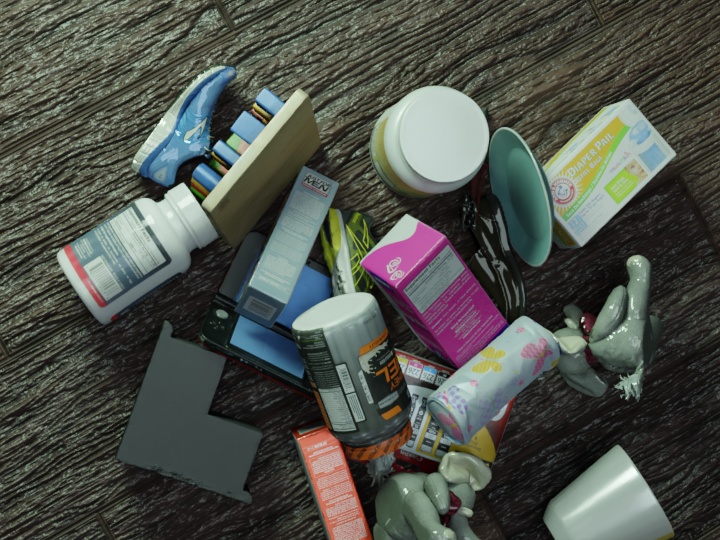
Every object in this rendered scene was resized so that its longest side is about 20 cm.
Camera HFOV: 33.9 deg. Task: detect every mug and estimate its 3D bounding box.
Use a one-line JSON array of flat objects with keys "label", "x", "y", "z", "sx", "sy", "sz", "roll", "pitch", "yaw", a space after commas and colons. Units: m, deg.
[{"label": "mug", "x": 0.360, "y": 0.373, "z": 1.717, "sx": 0.153, "sy": 0.149, "sz": 0.187, "roll": -31, "pitch": 88, "yaw": 1}]

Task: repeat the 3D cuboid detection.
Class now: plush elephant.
[{"label": "plush elephant", "x": 0.343, "y": 0.099, "z": 1.715, "sx": 0.154, "sy": 0.165, "sz": 0.201, "roll": 2, "pitch": 52, "yaw": 26}, {"label": "plush elephant", "x": 0.101, "y": 0.333, "z": 1.615, "sx": 0.154, "sy": 0.201, "sz": 0.165, "roll": 9, "pitch": 132, "yaw": -30}]

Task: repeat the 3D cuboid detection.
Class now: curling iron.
[{"label": "curling iron", "x": 0.170, "y": -0.148, "z": 1.704, "sx": 0.025, "sy": 0.050, "sz": 0.201, "roll": 8, "pitch": 65, "yaw": 9}]

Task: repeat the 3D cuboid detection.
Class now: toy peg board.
[{"label": "toy peg board", "x": -0.159, "y": -0.157, "z": 1.609, "sx": 0.098, "sy": 0.199, "sz": 0.200, "roll": 37, "pitch": 82, "yaw": 10}]

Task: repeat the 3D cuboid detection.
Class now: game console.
[{"label": "game console", "x": -0.105, "y": 0.062, "z": 1.656, "sx": 0.199, "sy": 0.173, "sz": 0.119, "roll": 27, "pitch": 113, "yaw": -8}]

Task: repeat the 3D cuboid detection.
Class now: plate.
[{"label": "plate", "x": 0.231, "y": -0.105, "z": 1.659, "sx": 0.025, "sy": 0.200, "sz": 0.202, "roll": -16, "pitch": 93, "yaw": -12}]

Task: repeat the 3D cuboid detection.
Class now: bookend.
[{"label": "bookend", "x": -0.216, "y": 0.195, "z": 1.649, "sx": 0.197, "sy": 0.092, "sz": 0.201, "roll": 19, "pitch": 87, "yaw": -9}]

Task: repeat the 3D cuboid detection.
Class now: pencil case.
[{"label": "pencil case", "x": 0.185, "y": 0.152, "z": 1.633, "sx": 0.200, "sy": 0.083, "sz": 0.091, "roll": -37, "pitch": 136, "yaw": -19}]

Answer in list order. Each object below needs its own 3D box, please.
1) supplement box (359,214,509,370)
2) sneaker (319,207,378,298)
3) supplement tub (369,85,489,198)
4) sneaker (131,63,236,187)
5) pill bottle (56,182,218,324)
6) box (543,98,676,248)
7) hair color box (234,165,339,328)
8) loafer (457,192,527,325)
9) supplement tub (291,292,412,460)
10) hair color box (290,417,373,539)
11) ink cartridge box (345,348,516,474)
[{"label": "supplement box", "x": 0.105, "y": 0.033, "z": 1.647, "sx": 0.103, "sy": 0.101, "sz": 0.200, "roll": -44, "pitch": 125, "yaw": -9}, {"label": "sneaker", "x": 0.000, "y": 0.000, "z": 1.669, "sx": 0.084, "sy": 0.075, "sz": 0.202, "roll": -6, "pitch": 73, "yaw": -17}, {"label": "supplement tub", "x": 0.095, "y": -0.176, "z": 1.637, "sx": 0.143, "sy": 0.200, "sz": 0.146, "roll": 0, "pitch": 91, "yaw": -8}, {"label": "sneaker", "x": -0.233, "y": -0.203, "z": 1.658, "sx": 0.089, "sy": 0.079, "sz": 0.200, "roll": 36, "pitch": 94, "yaw": -14}, {"label": "pill bottle", "x": -0.301, "y": -0.028, "z": 1.620, "sx": 0.199, "sy": 0.120, "sz": 0.120, "roll": -34, "pitch": 95, "yaw": -7}, {"label": "box", "x": 0.339, "y": -0.139, "z": 1.724, "sx": 0.200, "sy": 0.101, "sz": 0.113, "roll": -44, "pitch": 97, "yaw": -6}, {"label": "hair color box", "x": -0.101, "y": -0.032, "z": 1.624, "sx": 0.060, "sy": 0.099, "sz": 0.201, "roll": 26, "pitch": 62, "yaw": -7}, {"label": "loafer", "x": 0.189, "y": -0.009, "z": 1.724, "sx": 0.071, "sy": 0.073, "sz": 0.202, "roll": -15, "pitch": 83, "yaw": -4}, {"label": "supplement tub", "x": -0.005, "y": 0.142, "z": 1.574, "sx": 0.122, "sy": 0.123, "sz": 0.201, "roll": -22, "pitch": 106, "yaw": -8}, {"label": "hair color box", "x": -0.037, "y": 0.316, "z": 1.674, "sx": 0.061, "sy": 0.101, "sz": 0.202, "roll": -18, "pitch": 94, "yaw": -8}, {"label": "ink cartridge box", "x": 0.098, "y": 0.223, "z": 1.701, "sx": 0.199, "sy": 0.084, "sz": 0.177, "roll": 19, "pitch": 88, "yaw": -9}]
